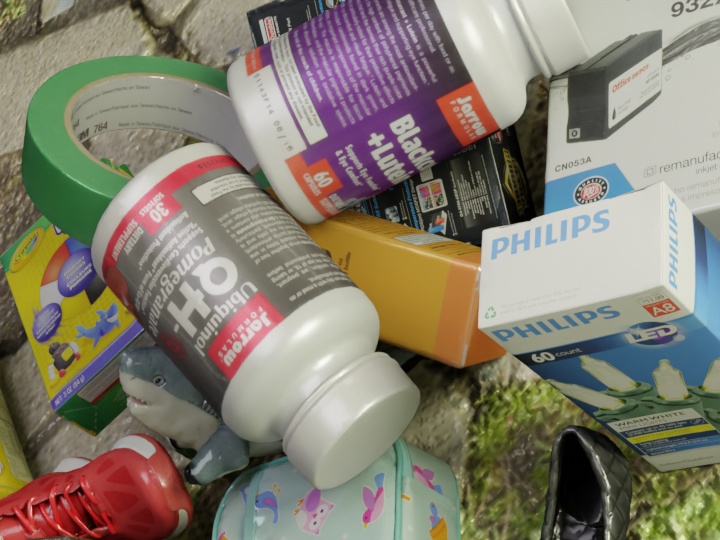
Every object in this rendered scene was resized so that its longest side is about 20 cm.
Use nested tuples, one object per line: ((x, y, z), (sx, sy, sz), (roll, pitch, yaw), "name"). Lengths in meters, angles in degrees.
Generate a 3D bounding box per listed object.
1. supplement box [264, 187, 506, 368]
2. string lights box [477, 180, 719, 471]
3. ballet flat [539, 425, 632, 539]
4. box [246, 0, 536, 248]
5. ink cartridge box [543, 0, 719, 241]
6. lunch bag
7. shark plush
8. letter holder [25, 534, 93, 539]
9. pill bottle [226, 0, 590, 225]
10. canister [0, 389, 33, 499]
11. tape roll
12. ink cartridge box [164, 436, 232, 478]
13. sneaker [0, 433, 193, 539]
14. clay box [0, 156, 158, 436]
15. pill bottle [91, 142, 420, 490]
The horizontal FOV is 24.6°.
((0.000, 0.000, 1.048), (0.199, 0.069, 0.067), (18, 104, 27), "supplement box")
((0.155, 0.035, 0.852), (0.102, 0.200, 0.059), (-15, 56, 33), "string lights box")
((0.112, 0.182, 0.900), (0.066, 0.057, 0.202), (-13, 57, 35), "ballet flat")
((0.019, -0.100, 1.092), (0.158, 0.046, 0.202), (-17, 85, 31), "box")
((0.191, -0.097, 0.984), (0.144, 0.084, 0.202), (-14, 56, 33), "ink cartridge box")
((-0.020, 0.204, 0.982), (0.159, 0.077, 0.202), (-19, 53, 30), "lunch bag")
((-0.047, 0.071, 1.037), (0.198, 0.084, 0.091), (-9, 13, 1), "shark plush")
((-0.180, 0.273, 1.018), (0.142, 0.100, 0.202), (-17, 62, 56), "letter holder")
((0.030, -0.118, 0.985), (0.199, 0.112, 0.112), (-27, 49, 10), "pill bottle")
((-0.330, 0.144, 1.272), (0.148, 0.086, 0.201), (-43, 47, 12), "canister")
((-0.139, -0.082, 1.178), (0.201, 0.199, 0.048), (56, 142, 44), "tape roll")
((-0.119, 0.041, 1.175), (0.104, 0.059, 0.200), (-48, 44, 6), "ink cartridge box")
((-0.195, 0.171, 1.093), (0.115, 0.079, 0.200), (-29, 1, -34), "sneaker")
((-0.189, 0.007, 1.178), (0.115, 0.048, 0.200), (-42, 46, 10), "clay box")
((-0.059, 0.029, 0.966), (0.111, 0.111, 0.200), (-47, 67, 6), "pill bottle")
